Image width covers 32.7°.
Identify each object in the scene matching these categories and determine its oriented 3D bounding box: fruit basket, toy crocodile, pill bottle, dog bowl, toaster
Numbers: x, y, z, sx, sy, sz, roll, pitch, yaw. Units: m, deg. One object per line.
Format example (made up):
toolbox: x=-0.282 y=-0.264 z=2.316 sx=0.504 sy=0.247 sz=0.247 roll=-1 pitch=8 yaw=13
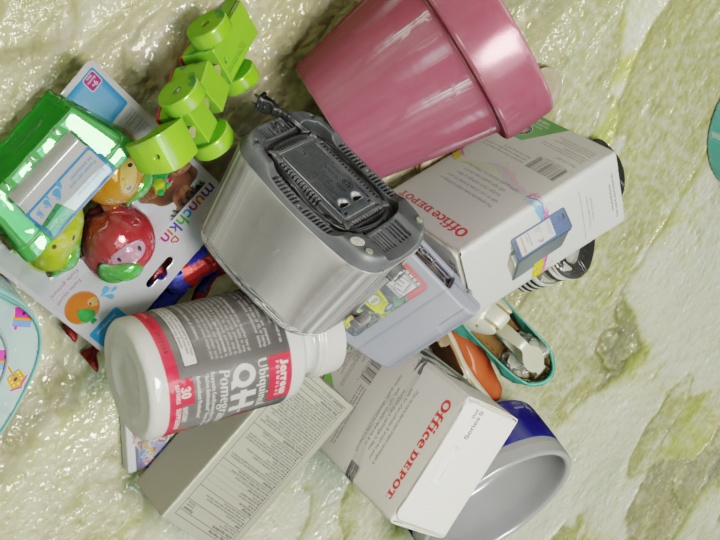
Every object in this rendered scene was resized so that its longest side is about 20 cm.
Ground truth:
fruit basket: x=-0.221 y=-0.046 z=1.043 sx=0.185 sy=0.094 sz=0.200 roll=-48 pitch=123 yaw=-6
toy crocodile: x=-0.136 y=-0.156 z=1.034 sx=0.068 sy=0.062 sz=0.200 roll=57 pitch=39 yaw=-41
pill bottle: x=-0.118 y=0.075 z=1.100 sx=0.200 sy=0.111 sz=0.111 roll=-14 pitch=120 yaw=-30
dog bowl: x=0.137 y=0.241 z=1.400 sx=0.200 sy=0.079 sz=0.200 roll=-24 pitch=146 yaw=-17
toaster: x=-0.052 y=-0.040 z=1.051 sx=0.114 sy=0.200 sz=0.129 roll=-34 pitch=164 yaw=-50

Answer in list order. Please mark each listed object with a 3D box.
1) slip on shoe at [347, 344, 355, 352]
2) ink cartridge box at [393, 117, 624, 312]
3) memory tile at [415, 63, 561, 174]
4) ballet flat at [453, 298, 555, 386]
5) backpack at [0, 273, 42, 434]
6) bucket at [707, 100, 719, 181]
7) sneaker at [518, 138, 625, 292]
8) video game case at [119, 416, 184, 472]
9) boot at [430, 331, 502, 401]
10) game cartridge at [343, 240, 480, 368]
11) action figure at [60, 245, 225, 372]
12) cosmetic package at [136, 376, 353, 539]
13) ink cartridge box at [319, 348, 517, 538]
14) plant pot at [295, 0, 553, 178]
slip on shoe: x=-0.036 y=-0.014 z=1.218 sx=0.061 sy=0.074 sz=0.200 roll=-58 pitch=134 yaw=-49
ink cartridge box: x=0.140 y=-0.063 z=1.230 sx=0.200 sy=0.145 sz=0.088 roll=-30 pitch=128 yaw=-19
memory tile: x=0.129 y=-0.130 z=1.294 sx=0.153 sy=0.017 sz=0.200 roll=7 pitch=108 yaw=-36
ballet flat: x=0.144 y=0.057 z=1.286 sx=0.200 sy=0.070 sz=0.067 roll=43 pitch=74 yaw=-32
backpack: x=-0.359 y=0.064 z=0.983 sx=0.200 sy=0.153 sz=0.176 roll=24 pitch=93 yaw=-46
bucket: x=0.529 y=-0.157 z=1.469 sx=0.207 sy=0.135 sz=0.207 roll=-15 pitch=120 yaw=-26
sneaker: x=0.214 y=-0.058 z=1.358 sx=0.076 sy=0.115 sz=0.201 roll=42 pitch=54 yaw=-17
video game case: x=-0.145 y=0.115 z=1.232 sx=0.200 sy=0.018 sz=0.143 roll=-13 pitch=120 yaw=-28
boot: x=0.127 y=0.071 z=1.359 sx=0.107 sy=0.075 sz=0.200 roll=-42 pitch=128 yaw=-16
game cartridge: x=0.000 y=0.000 z=1.154 sx=0.200 sy=0.041 sz=0.133 roll=45 pitch=129 yaw=-12
action figure: x=-0.179 y=0.016 z=1.144 sx=0.200 sy=0.052 sz=0.065 roll=-38 pitch=123 yaw=-15
cosmetic package: x=-0.114 y=0.173 z=1.223 sx=0.200 sy=0.073 sz=0.104 roll=-48 pitch=129 yaw=-4
ink cartridge box: x=0.043 y=0.157 z=1.259 sx=0.084 sy=0.200 sz=0.146 roll=27 pitch=96 yaw=-39
plant pot: x=0.049 y=-0.180 z=1.115 sx=0.179 sy=0.200 sz=0.200 roll=-33 pitch=129 yaw=4
